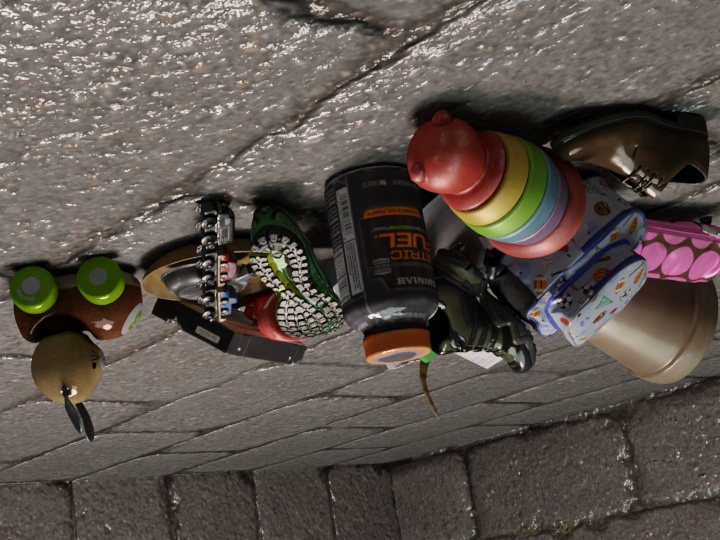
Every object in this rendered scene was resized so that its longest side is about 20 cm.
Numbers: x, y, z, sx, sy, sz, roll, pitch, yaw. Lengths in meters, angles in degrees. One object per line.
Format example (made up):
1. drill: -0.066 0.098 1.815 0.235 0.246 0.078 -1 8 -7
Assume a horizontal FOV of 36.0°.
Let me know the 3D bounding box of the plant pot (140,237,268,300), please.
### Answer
1. plant pot: -0.177 -0.003 1.397 0.199 0.028 0.200 -9 165 -3

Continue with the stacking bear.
1. stacking bear: 0.126 -0.093 1.112 0.200 0.122 0.114 22 -172 -40

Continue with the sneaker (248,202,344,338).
1. sneaker: -0.070 0.003 1.273 0.078 0.085 0.200 -14 134 7

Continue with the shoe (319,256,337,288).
1. shoe: 0.000 0.000 1.414 0.200 0.072 0.091 -15 -178 -38

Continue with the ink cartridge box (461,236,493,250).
1. ink cartridge box: 0.225 -0.009 1.572 0.199 0.057 0.163 -9 165 -17

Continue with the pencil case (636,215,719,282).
1. pencil case: 0.409 -0.036 1.510 0.199 0.091 0.094 3 160 -30

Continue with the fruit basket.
1. fruit basket: 0.068 0.011 1.338 0.185 0.094 0.200 -42 134 -6

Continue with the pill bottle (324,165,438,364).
1. pill bottle: 0.026 -0.003 1.193 0.106 0.201 0.106 -9 165 -2

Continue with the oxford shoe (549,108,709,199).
1. oxford shoe: 0.289 -0.119 1.157 0.199 0.085 0.073 0 164 -23

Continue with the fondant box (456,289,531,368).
1. fondant box: 0.127 0.059 1.564 0.199 0.058 0.144 25 157 -8

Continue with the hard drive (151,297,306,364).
1. hard drive: -0.178 0.082 1.538 0.139 0.038 0.200 25 -179 28

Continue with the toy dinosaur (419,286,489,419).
1. toy dinosaur: 0.095 0.080 1.429 0.060 0.200 0.106 39 162 -35

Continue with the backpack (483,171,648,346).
1. backpack: 0.257 -0.013 1.327 0.191 0.154 0.200 -52 162 -1

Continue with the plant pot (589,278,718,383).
1. plant pot: 0.416 0.058 1.707 0.173 0.201 0.200 18 154 -23

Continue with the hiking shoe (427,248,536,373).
1. hiking shoe: 0.126 0.066 1.301 0.101 0.200 0.076 -45 -153 -5

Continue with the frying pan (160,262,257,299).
1. frying pan: -0.150 0.007 1.356 0.189 0.031 0.115 -7 165 4

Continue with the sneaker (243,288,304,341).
1. sneaker: -0.113 0.062 1.465 0.115 0.079 0.200 -21 -178 23

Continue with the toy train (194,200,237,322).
1. toy train: -0.163 -0.008 1.267 0.046 0.034 0.200 -13 144 -18

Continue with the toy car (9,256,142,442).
1. toy car: -0.340 0.106 1.362 0.157 0.201 0.164 -8 164 -4
